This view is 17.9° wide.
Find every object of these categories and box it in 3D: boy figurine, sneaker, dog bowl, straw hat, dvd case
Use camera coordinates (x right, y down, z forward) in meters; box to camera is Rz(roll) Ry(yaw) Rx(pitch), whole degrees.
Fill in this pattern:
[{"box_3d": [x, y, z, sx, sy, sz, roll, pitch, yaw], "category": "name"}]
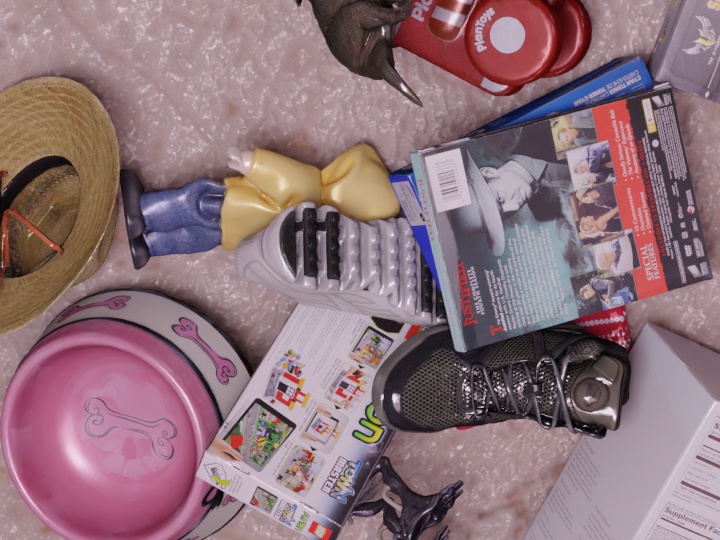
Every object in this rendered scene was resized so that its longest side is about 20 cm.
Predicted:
[{"box_3d": [-0.072, -0.052, 1.650, 0.200, 0.064, 0.124, -10, 146, -3], "category": "boy figurine"}, {"box_3d": [0.110, 0.078, 1.614, 0.199, 0.114, 0.076, -4, 99, -31], "category": "sneaker"}, {"box_3d": [-0.173, 0.117, 1.666, 0.200, 0.074, 0.200, 5, 104, 20], "category": "dog bowl"}, {"box_3d": [-0.224, -0.032, 1.648, 0.201, 0.201, 0.085, -48, 141, 11], "category": "straw hat"}, {"box_3d": [0.143, -0.038, 1.606, 0.200, 0.022, 0.146, -16, 98, -19], "category": "dvd case"}, {"box_3d": [0.000, 0.000, 1.640, 0.200, 0.081, 0.075, 16, 68, -36], "category": "sneaker"}]

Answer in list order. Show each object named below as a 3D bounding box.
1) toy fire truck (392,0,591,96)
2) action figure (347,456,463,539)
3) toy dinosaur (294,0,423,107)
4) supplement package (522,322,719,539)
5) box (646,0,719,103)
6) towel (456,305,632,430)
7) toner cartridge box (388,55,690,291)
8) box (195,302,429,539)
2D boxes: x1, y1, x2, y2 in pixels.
[{"box_3d": [0.092, -0.227, 1.603, 0.168, 0.112, 0.200, 28, 107, 13], "category": "toy fire truck"}, {"box_3d": [-0.016, 0.146, 1.700, 0.200, 0.102, 0.119, 31, 138, 28], "category": "action figure"}, {"box_3d": [-0.003, -0.187, 1.592, 0.200, 0.077, 0.102, 53, 142, 15], "category": "toy dinosaur"}, {"box_3d": [0.244, 0.175, 1.676, 0.151, 0.152, 0.200, 24, 104, -20], "category": "supplement package"}, {"box_3d": [0.314, -0.205, 1.638, 0.158, 0.048, 0.200, 18, 104, -6], "category": "box"}, {"box_3d": [0.123, 0.016, 1.708, 0.144, 0.022, 0.200, -10, 105, 1], "category": "towel"}, {"box_3d": [0.129, -0.069, 1.634, 0.200, 0.043, 0.095, -28, 101, -16], "category": "toner cartridge box"}, {"box_3d": [-0.024, 0.093, 1.635, 0.110, 0.200, 0.035, 29, 141, 3], "category": "box"}]
